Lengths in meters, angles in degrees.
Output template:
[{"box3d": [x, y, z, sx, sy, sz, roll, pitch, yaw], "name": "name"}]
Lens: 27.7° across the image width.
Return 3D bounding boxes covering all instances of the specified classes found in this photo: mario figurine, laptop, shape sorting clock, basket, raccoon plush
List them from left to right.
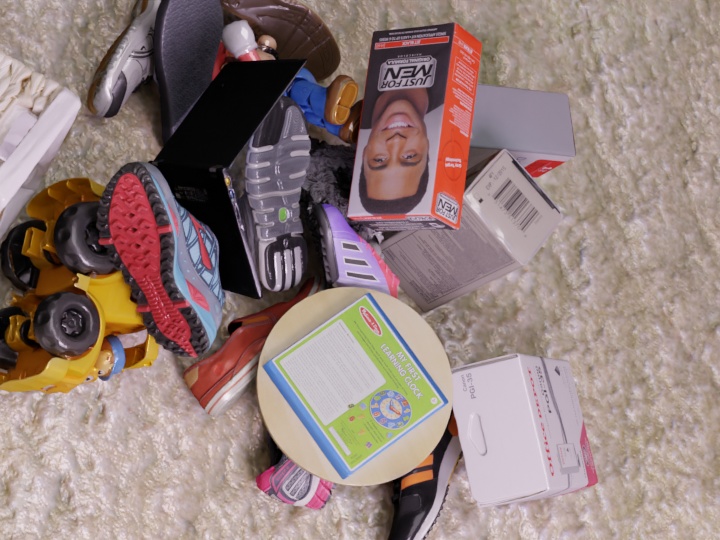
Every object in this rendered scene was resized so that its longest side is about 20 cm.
[{"box3d": [-0.357, -0.105, 1.335, 0.123, 0.200, 0.136, 34, 61, -8], "name": "basket"}, {"box3d": [-0.117, -0.093, 1.424, 0.116, 0.187, 0.200, -21, 106, -25], "name": "laptop"}, {"box3d": [-0.077, -0.209, 1.532, 0.200, 0.124, 0.106, 23, 42, 28], "name": "mario figurine"}, {"box3d": [-0.035, -0.078, 1.587, 0.097, 0.134, 0.200, -17, 50, -17], "name": "raccoon plush"}, {"box3d": [-0.005, 0.114, 1.448, 0.200, 0.039, 0.200, 2, 76, -10], "name": "shape sorting clock"}]

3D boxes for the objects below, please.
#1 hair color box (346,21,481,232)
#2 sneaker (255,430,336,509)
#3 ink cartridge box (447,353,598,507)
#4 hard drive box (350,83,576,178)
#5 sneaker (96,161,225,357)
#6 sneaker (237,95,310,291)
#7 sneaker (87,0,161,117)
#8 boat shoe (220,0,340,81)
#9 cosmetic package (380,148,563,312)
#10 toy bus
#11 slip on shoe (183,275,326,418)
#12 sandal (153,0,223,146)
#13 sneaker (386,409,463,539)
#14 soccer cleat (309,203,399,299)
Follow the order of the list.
[{"box3d": [0.055, -0.143, 1.469, 0.061, 0.101, 0.200, 24, 69, -54], "name": "hair color box"}, {"box3d": [-0.054, 0.139, 1.488, 0.075, 0.081, 0.200, 13, 65, -13], "name": "sneaker"}, {"box3d": [0.174, 0.169, 1.542, 0.200, 0.083, 0.147, 13, 63, -67], "name": "ink cartridge box"}, {"box3d": [0.112, -0.145, 1.625, 0.200, 0.156, 0.077, 2, 74, -27], "name": "hard drive box"}, {"box3d": [-0.179, -0.022, 1.350, 0.096, 0.079, 0.200, -62, 144, -50], "name": "sneaker"}, {"box3d": [-0.112, -0.084, 1.498, 0.075, 0.115, 0.200, -8, 106, -38], "name": "sneaker"}, {"box3d": [-0.210, -0.230, 1.523, 0.088, 0.076, 0.200, 36, 63, -19], "name": "sneaker"}, {"box3d": [-0.099, -0.286, 1.601, 0.200, 0.072, 0.065, 37, 19, -32], "name": "boat shoe"}, {"box3d": [0.111, -0.040, 1.564, 0.103, 0.200, 0.087, 48, 58, -10], "name": "cosmetic package"}, {"box3d": [-0.245, 0.037, 1.400, 0.192, 0.136, 0.200, 26, 64, -37], "name": "toy bus"}, {"box3d": [-0.104, 0.066, 1.492, 0.061, 0.074, 0.200, 42, 59, 6], "name": "slip on shoe"}, {"box3d": [-0.185, -0.205, 1.496, 0.076, 0.043, 0.200, -16, 123, -38], "name": "sandal"}, {"box3d": [0.051, 0.207, 1.538, 0.090, 0.070, 0.200, 28, 62, -2], "name": "sneaker"}, {"box3d": [0.000, 0.000, 1.507, 0.073, 0.200, 0.068, -20, 43, -1], "name": "soccer cleat"}]
